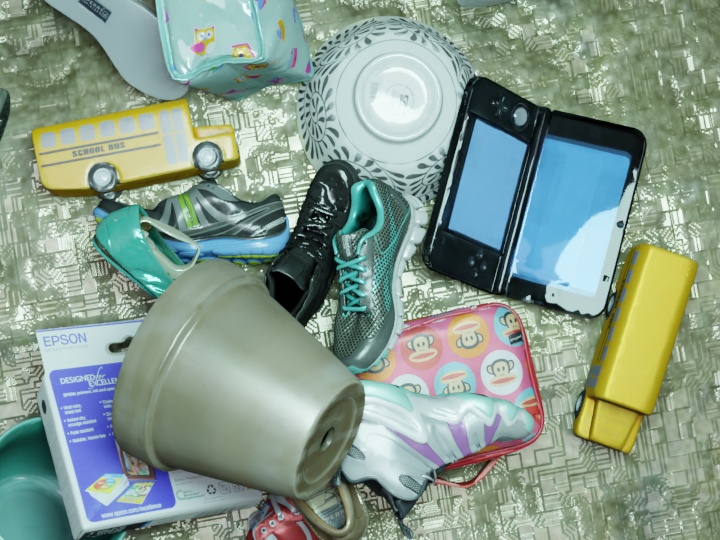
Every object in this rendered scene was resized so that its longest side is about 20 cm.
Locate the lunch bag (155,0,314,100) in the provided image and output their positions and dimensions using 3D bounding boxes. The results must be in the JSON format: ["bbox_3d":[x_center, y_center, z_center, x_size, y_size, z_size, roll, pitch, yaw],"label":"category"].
[{"bbox_3d":[-0.135,-0.281,1.501,0.121,0.170,0.203,-14,87,14],"label":"lunch bag"}]

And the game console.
[{"bbox_3d":[0.175,-0.074,1.538,0.175,0.116,0.202,20,82,-44],"label":"game console"}]

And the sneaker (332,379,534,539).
[{"bbox_3d":[0.065,0.184,1.448,0.197,0.078,0.142,8,82,-12],"label":"sneaker"}]

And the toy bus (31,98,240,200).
[{"bbox_3d":[-0.223,-0.120,1.542,0.197,0.065,0.079,-12,85,-4],"label":"toy bus"}]

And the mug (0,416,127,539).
[{"bbox_3d":[-0.293,0.235,1.479,0.183,0.114,0.154,16,56,-24],"label":"mug"}]

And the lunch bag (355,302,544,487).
[{"bbox_3d":[0.081,0.133,1.543,0.198,0.082,0.178,-14,91,-4],"label":"lunch bag"}]

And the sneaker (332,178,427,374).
[{"bbox_3d":[0.000,0.000,1.485,0.077,0.091,0.202,-6,59,35],"label":"sneaker"}]

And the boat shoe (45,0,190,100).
[{"bbox_3d":[-0.244,-0.250,1.549,0.199,0.066,0.072,37,106,2],"label":"boat shoe"}]

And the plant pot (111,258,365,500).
[{"bbox_3d":[-0.096,0.115,1.377,0.172,0.200,0.202,26,84,21],"label":"plant pot"}]

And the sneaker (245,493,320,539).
[{"bbox_3d":[-0.067,0.208,1.528,0.111,0.071,0.203,-9,89,-8],"label":"sneaker"}]

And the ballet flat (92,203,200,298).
[{"bbox_3d":[-0.170,0.012,1.484,0.070,0.068,0.200,-38,111,17],"label":"ballet flat"}]

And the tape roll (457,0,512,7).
[{"bbox_3d":[0.169,-0.362,1.519,0.200,0.203,0.141,-17,87,-5],"label":"tape roll"}]

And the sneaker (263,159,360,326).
[{"bbox_3d":[-0.053,-0.008,1.511,0.059,0.104,0.202,20,104,10],"label":"sneaker"}]

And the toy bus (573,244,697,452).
[{"bbox_3d":[0.277,0.080,1.551,0.064,0.078,0.202,19,85,-3],"label":"toy bus"}]

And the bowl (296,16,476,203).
[{"bbox_3d":[0.035,-0.168,1.550,0.198,0.094,0.204,0,85,-5],"label":"bowl"}]

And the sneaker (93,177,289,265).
[{"bbox_3d":[-0.170,-0.052,1.545,0.197,0.071,0.084,3,74,-6],"label":"sneaker"}]

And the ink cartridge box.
[{"bbox_3d":[-0.208,0.146,1.481,0.196,0.043,0.202,-4,68,-35],"label":"ink cartridge box"}]

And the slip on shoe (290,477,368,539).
[{"bbox_3d":[-0.060,0.175,1.468,0.075,0.061,0.201,-30,74,1],"label":"slip on shoe"}]

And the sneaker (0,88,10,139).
[{"bbox_3d":[-0.432,-0.102,1.521,0.113,0.076,0.202,18,82,-1],"label":"sneaker"}]
